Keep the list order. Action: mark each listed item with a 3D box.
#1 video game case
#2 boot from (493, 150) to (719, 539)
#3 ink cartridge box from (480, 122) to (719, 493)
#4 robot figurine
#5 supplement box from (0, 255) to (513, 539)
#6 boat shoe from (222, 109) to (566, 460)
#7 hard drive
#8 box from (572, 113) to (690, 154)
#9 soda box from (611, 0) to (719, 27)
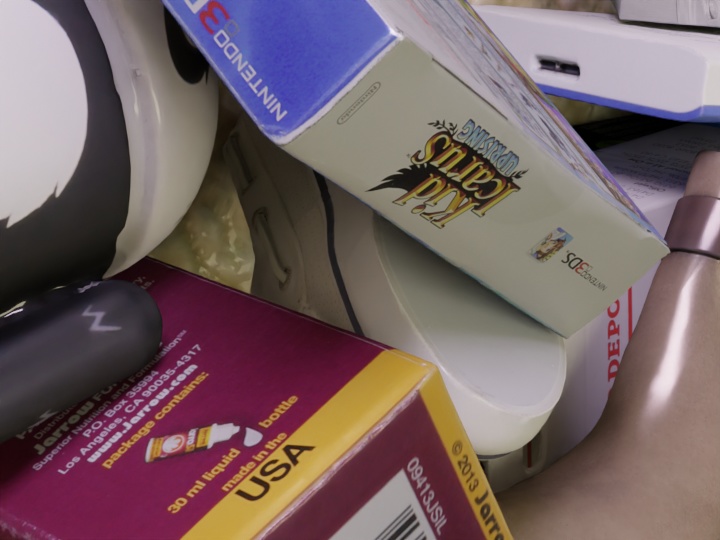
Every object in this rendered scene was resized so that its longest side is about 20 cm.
[{"bbox_3d":[-0.018,-0.085,0.735,0.045,0.200,0.181,-43,150,11],"label":"video game case"},{"bbox_3d":[0.106,0.035,0.861,0.200,0.070,0.146,9,91,-44],"label":"boot"},{"bbox_3d":[0.095,0.020,0.931,0.200,0.067,0.116,-17,114,-38],"label":"ink cartridge box"},{"bbox_3d":[-0.131,-0.037,0.720,0.200,0.125,0.150,-24,115,-37],"label":"robot figurine"},{"bbox_3d":[-0.055,0.079,0.771,0.103,0.200,0.131,-42,126,-24],"label":"supplement box"},{"bbox_3d":[0.000,0.000,0.810,0.071,0.200,0.070,19,118,-33],"label":"boat shoe"},{"bbox_3d":[0.139,-0.070,0.948,0.200,0.132,0.025,-1,102,-42],"label":"hard drive"},{"bbox_3d":[0.083,0.004,0.986,0.200,0.035,0.110,-13,110,-39],"label":"box"},{"bbox_3d":[0.189,-0.115,0.948,0.200,0.068,0.064,5,103,0],"label":"soda box"}]
